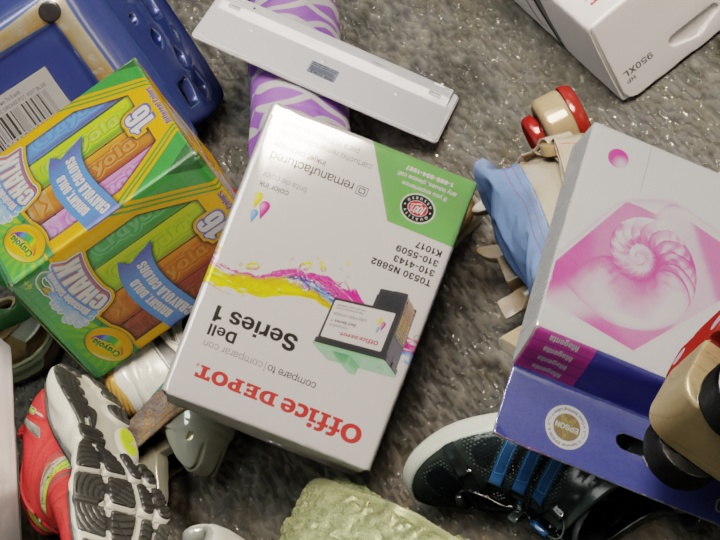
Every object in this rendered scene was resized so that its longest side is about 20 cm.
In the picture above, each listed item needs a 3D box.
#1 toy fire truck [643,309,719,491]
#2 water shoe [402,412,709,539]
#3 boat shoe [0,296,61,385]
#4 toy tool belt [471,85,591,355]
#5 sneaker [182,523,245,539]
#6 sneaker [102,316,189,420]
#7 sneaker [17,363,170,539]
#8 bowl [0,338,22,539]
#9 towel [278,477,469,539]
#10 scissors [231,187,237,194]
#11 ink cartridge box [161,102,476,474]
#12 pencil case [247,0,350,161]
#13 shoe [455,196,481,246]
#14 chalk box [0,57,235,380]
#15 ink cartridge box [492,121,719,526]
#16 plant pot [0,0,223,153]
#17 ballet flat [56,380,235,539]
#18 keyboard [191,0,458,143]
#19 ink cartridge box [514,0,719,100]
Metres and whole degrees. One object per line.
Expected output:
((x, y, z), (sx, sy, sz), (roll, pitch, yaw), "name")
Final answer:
((0.277, 0.052, 0.976), (0.176, 0.129, 0.200), (35, 59, 2), "toy fire truck")
((0.114, 0.129, 1.083), (0.199, 0.072, 0.079), (-13, 53, 24), "water shoe")
((-0.333, 0.069, 1.401), (0.199, 0.076, 0.072), (-27, 47, 12), "boat shoe")
((0.118, -0.032, 1.171), (0.122, 0.125, 0.201), (-25, 46, 1), "toy tool belt")
((-0.132, 0.247, 1.139), (0.075, 0.081, 0.201), (23, 72, 39), "sneaker")
((-0.143, 0.022, 1.336), (0.087, 0.076, 0.201), (-11, 52, 4), "sneaker")
((-0.183, 0.150, 1.183), (0.085, 0.077, 0.200), (-51, 33, 18), "sneaker")
((-0.274, 0.140, 1.251), (0.074, 0.201, 0.200), (-2, 47, -11), "bowl")
((0.015, 0.216, 1.091), (0.199, 0.037, 0.149), (21, 65, 31), "towel")
((-0.072, -0.059, 1.292), (0.014, 0.200, 0.073), (-20, 69, -39), "scissors")
((-0.028, 0.015, 1.170), (0.144, 0.084, 0.201), (21, 83, -2), "ink cartridge box")
((-0.052, -0.129, 1.378), (0.086, 0.084, 0.201), (-46, 34, 38), "pencil case")
((0.000, 0.000, 1.273), (0.199, 0.053, 0.070), (-30, 78, 14), "shoe")
((-0.187, -0.022, 1.250), (0.200, 0.125, 0.124), (-37, 48, 1), "chalk box")
((0.194, 0.036, 1.044), (0.195, 0.043, 0.201), (21, 62, -6), "ink cartridge box")
((-0.238, -0.140, 1.380), (0.199, 0.200, 0.180), (-31, 20, 9), "plant pot")
((-0.135, 0.128, 1.248), (0.200, 0.068, 0.067), (-40, 50, 13), "ballet flat")
((-0.026, -0.152, 1.343), (0.199, 0.011, 0.056), (24, 54, 4), "keyboard")
((0.183, -0.239, 1.314), (0.144, 0.084, 0.200), (-39, 46, 0), "ink cartridge box")
